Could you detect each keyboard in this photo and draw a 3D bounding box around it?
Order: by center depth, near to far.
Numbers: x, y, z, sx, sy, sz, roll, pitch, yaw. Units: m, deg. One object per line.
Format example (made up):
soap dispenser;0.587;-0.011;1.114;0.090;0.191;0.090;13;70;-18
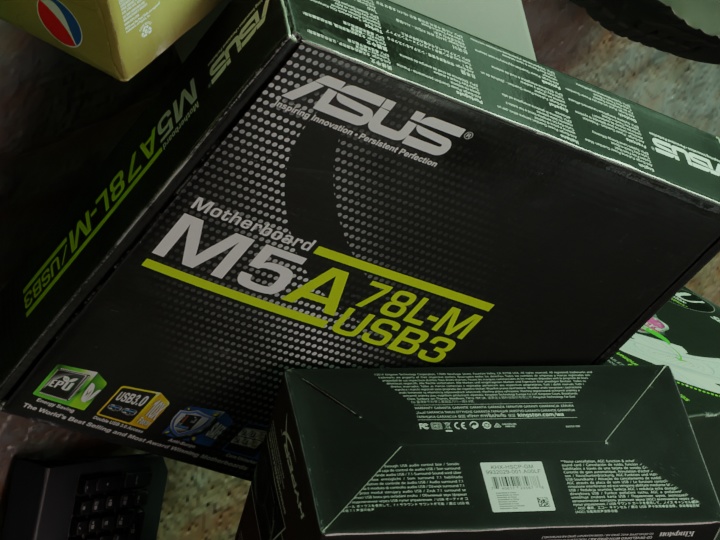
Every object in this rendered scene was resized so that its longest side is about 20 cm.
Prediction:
keyboard;-0.118;0.171;0.963;0.104;0.040;0.201;-1;105;-47

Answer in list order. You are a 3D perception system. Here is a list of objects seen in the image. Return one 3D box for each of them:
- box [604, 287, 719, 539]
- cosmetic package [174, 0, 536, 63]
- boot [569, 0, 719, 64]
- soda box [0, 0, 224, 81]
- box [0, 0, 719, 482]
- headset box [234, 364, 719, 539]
box;0.108;0.097;1.139;0.199;0.124;0.149;-3;118;-48
cosmetic package;0.002;-0.071;0.923;0.107;0.090;0.200;-43;145;-17
boot;0.103;-0.175;1.002;0.200;0.077;0.139;20;82;-48
soda box;-0.038;-0.150;0.817;0.200;0.068;0.064;-43;144;-30
box;0.000;0.000;0.874;0.199;0.048;0.193;20;131;-33
headset box;0.028;0.127;0.934;0.148;0.077;0.200;0;139;-16
